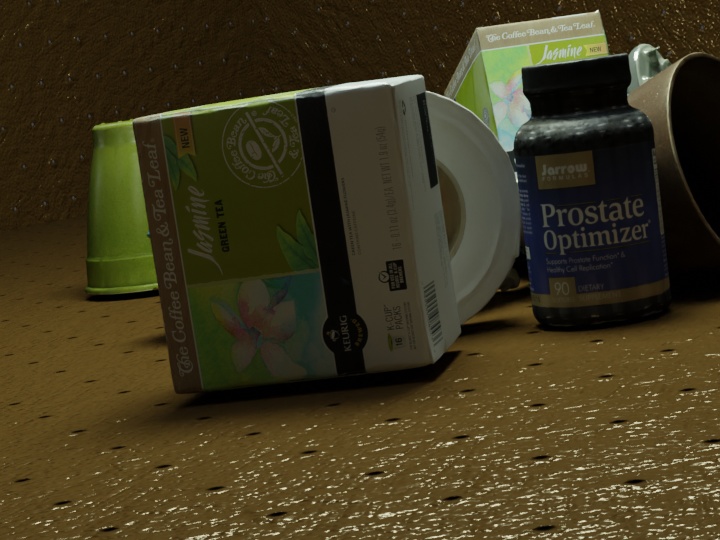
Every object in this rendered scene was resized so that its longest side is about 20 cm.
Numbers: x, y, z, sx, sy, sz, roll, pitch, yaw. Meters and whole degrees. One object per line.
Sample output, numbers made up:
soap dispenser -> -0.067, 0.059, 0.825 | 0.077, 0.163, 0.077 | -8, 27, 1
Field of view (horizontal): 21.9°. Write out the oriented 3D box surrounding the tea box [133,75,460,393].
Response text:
tea box -> -0.043, -0.029, 1.362 | 0.194, 0.202, 0.134 | -8, 6, 14

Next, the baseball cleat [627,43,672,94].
baseball cleat -> 0.280, -0.115, 1.820 | 0.069, 0.202, 0.106 | -21, 3, -43

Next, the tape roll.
tape roll -> 0.027, -0.045, 1.496 | 0.200, 0.205, 0.071 | -9, 5, -11

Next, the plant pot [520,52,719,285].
plant pot -> 0.237, -0.062, 1.595 | 0.199, 0.189, 0.186 | -22, -4, 39

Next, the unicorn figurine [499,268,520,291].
unicorn figurine -> 0.069, -0.006, 1.654 | 0.199, 0.075, 0.137 | -6, 14, -44

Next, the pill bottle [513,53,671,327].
pill bottle -> 0.178, -0.064, 1.458 | 0.110, 0.202, 0.112 | -8, 6, 1

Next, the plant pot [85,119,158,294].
plant pot -> -0.242, -0.085, 2.212 | 0.198, 0.195, 0.200 | -8, 6, 1

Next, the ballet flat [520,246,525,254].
ballet flat -> 0.116, -0.055, 1.656 | 0.069, 0.070, 0.199 | -4, -9, 34

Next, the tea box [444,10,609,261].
tea box -> 0.176, -0.128, 1.868 | 0.132, 0.199, 0.200 | -10, -11, -9

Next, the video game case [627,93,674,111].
video game case -> 0.261, -0.084, 1.719 | 0.142, 0.018, 0.201 | 2, -38, -25

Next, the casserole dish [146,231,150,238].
casserole dish -> -0.112, -0.015, 1.751 | 0.120, 0.039, 0.199 | 13, -10, 37
